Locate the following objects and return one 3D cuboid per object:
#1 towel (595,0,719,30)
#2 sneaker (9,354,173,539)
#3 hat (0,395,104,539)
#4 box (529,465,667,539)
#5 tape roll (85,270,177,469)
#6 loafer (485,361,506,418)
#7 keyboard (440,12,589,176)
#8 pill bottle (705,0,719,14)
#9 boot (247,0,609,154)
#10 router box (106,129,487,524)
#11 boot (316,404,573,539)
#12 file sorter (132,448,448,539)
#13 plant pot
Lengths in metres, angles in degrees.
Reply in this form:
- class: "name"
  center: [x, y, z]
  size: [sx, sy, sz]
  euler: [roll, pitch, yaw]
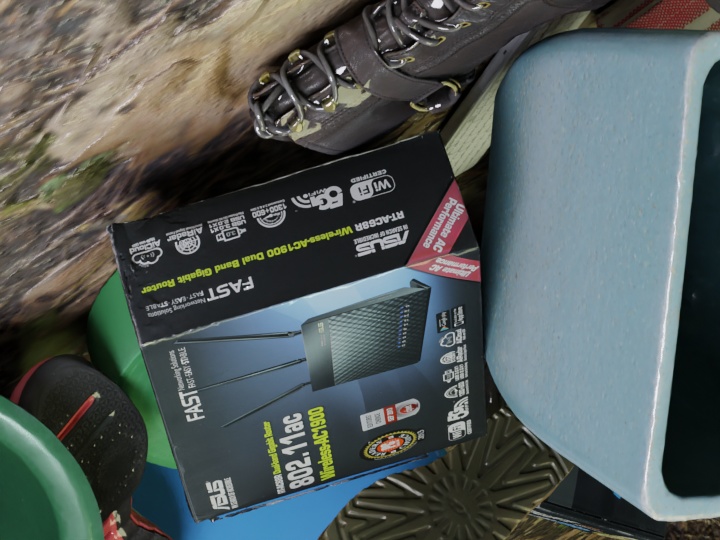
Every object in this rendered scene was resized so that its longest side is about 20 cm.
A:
- class: "towel"
  center: [0.228, -0.085, 1.282]
  size: [0.146, 0.201, 0.030]
  euler: [-34, -171, 9]
- class: "sneaker"
  center: [-0.150, 0.106, 1.236]
  size: [0.074, 0.086, 0.201]
  euler: [-46, 149, -27]
- class: "hat"
  center: [-0.212, 0.095, 1.204]
  size: [0.198, 0.167, 0.176]
  euler: [-12, -159, 4]
- class: "box"
  center: [0.139, 0.051, 1.508]
  size: [0.046, 0.202, 0.159]
  euler: [3, 169, 34]
- class: "tape roll"
  center: [-0.033, 0.029, 1.254]
  size: [0.199, 0.048, 0.201]
  euler: [-15, 152, -8]
- class: "loafer"
  center: [0.141, 0.059, 1.412]
  size: [0.199, 0.074, 0.071]
  euler: [-10, -179, -32]
- class: "keyboard"
  center: [0.073, -0.090, 1.293]
  size: [0.056, 0.011, 0.200]
  euler: [-25, 165, -29]
- class: "pill bottle"
  center: [0.236, -0.170, 1.162]
  size: [0.199, 0.113, 0.112]
  euler: [-20, 162, -42]
- class: "boot"
  center: [0.026, -0.101, 1.027]
  size: [0.173, 0.070, 0.200]
  euler: [-31, 163, 19]
- class: "router box"
  center: [-0.023, 0.031, 1.146]
  size: [0.149, 0.063, 0.200]
  euler: [-16, 152, -4]
- class: "boot"
  center: [0.018, 0.157, 1.309]
  size: [0.174, 0.066, 0.200]
  euler: [-29, 167, -31]
- class: "file sorter"
  center: [-0.076, 0.117, 1.420]
  size: [0.199, 0.139, 0.123]
  euler: [-25, 168, -28]
- class: "plant pot"
  center: [0.152, -0.015, 1.135]
  size: [0.194, 0.198, 0.200]
  euler: [-1, -169, -32]
